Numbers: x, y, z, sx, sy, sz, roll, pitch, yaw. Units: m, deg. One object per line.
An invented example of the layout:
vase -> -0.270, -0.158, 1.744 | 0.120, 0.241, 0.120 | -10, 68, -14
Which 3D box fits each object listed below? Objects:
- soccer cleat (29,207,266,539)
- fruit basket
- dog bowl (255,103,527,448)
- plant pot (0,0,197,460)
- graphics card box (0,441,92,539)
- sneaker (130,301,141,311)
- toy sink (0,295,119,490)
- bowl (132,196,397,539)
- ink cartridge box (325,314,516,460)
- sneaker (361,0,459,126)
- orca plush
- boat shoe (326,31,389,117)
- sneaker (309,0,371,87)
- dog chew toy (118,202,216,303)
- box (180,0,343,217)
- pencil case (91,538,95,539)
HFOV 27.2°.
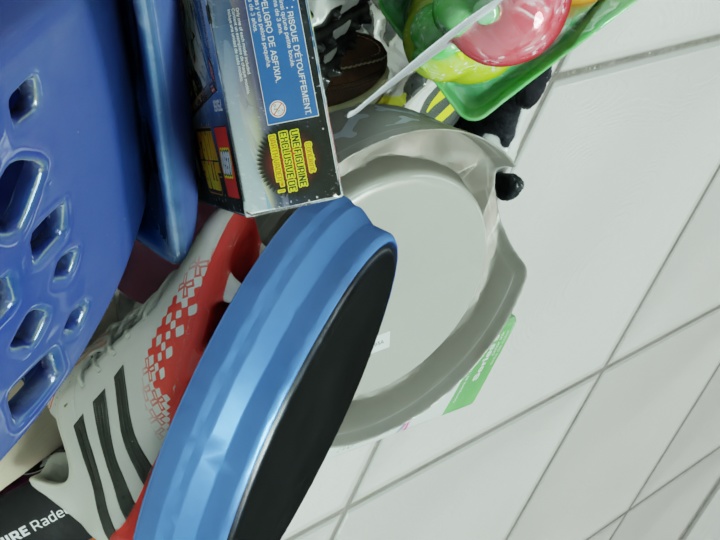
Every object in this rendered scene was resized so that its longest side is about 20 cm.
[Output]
soccer cleat -> -0.101, 0.047, 0.684 | 0.069, 0.085, 0.201 | -51, 165, -56
fruit basket -> 0.074, -0.146, 0.732 | 0.185, 0.094, 0.200 | -36, 179, 14
dog bowl -> 0.000, 0.000, 0.814 | 0.199, 0.059, 0.201 | -20, 132, -24
plant pot -> -0.173, -0.061, 0.552 | 0.180, 0.199, 0.201 | -42, 155, -28
graphics card box -> -0.161, 0.103, 0.815 | 0.199, 0.126, 0.051 | -27, 110, 3
sneaker -> -0.135, 0.062, 0.941 | 0.199, 0.089, 0.074 | -28, 156, 14
toy sink -> -0.226, 0.047, 0.707 | 0.200, 0.112, 0.131 | -37, 154, -26
bowl -> -0.038, 0.063, 0.677 | 0.202, 0.039, 0.201 | -62, 170, -20
ink cartridge box -> -0.010, 0.038, 1.018 | 0.199, 0.145, 0.088 | -14, 138, -52
sneaker -> 0.039, -0.135, 0.962 | 0.084, 0.074, 0.200 | -26, 156, -52
orca plush -> 0.077, -0.101, 1.041 | 0.070, 0.106, 0.200 | -5, 178, -11
boat shoe -> -0.059, -0.113, 0.774 | 0.201, 0.075, 0.075 | -17, 130, -42
sneaker -> -0.033, -0.163, 0.702 | 0.066, 0.090, 0.201 | -41, 155, -55
dog chew toy -> -0.065, -0.035, 0.860 | 0.199, 0.125, 0.125 | -19, 142, -37
box -> -0.057, -0.096, 0.606 | 0.040, 0.138, 0.200 | -11, -172, -12
pencil case -> -0.177, 0.176, 0.910 | 0.199, 0.089, 0.088 | -27, 174, 41
